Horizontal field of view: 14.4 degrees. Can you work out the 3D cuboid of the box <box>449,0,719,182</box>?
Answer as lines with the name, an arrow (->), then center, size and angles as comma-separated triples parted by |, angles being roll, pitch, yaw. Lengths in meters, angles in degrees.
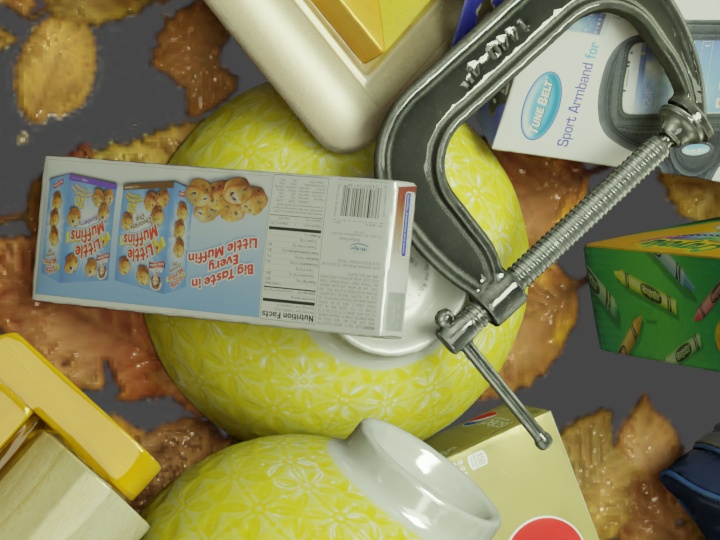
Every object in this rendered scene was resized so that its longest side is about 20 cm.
box -> 0.146, -0.108, 1.398 | 0.199, 0.042, 0.119 | 6, 118, -20

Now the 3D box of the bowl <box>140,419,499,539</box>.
bowl -> 0.002, 0.135, 1.328 | 0.200, 0.200, 0.108 | 33, 100, -15

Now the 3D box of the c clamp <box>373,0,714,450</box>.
c clamp -> 0.093, -0.045, 1.349 | 0.171, 0.027, 0.200 | 45, 82, -18

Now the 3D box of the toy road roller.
toy road roller -> -0.195, 0.081, 1.305 | 0.200, 0.146, 0.123 | 42, 82, 2

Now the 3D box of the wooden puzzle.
wooden puzzle -> -0.006, -0.181, 1.385 | 0.185, 0.037, 0.200 | 51, 51, -12

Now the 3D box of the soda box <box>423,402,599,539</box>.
soda box -> 0.093, 0.171, 1.443 | 0.064, 0.068, 0.201 | -24, 98, -15

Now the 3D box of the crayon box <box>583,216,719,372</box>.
crayon box -> 0.201, 0.007, 1.403 | 0.118, 0.200, 0.059 | -11, 96, -16

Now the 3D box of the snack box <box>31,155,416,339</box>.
snack box -> -0.067, -0.012, 1.343 | 0.024, 0.199, 0.072 | 4, 91, -59

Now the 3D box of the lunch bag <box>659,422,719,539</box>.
lunch bag -> 0.249, 0.126, 1.421 | 0.132, 0.200, 0.136 | -46, 108, -8

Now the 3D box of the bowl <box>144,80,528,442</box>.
bowl -> 0.000, 0.000, 1.392 | 0.199, 0.108, 0.201 | -1, 92, -16
